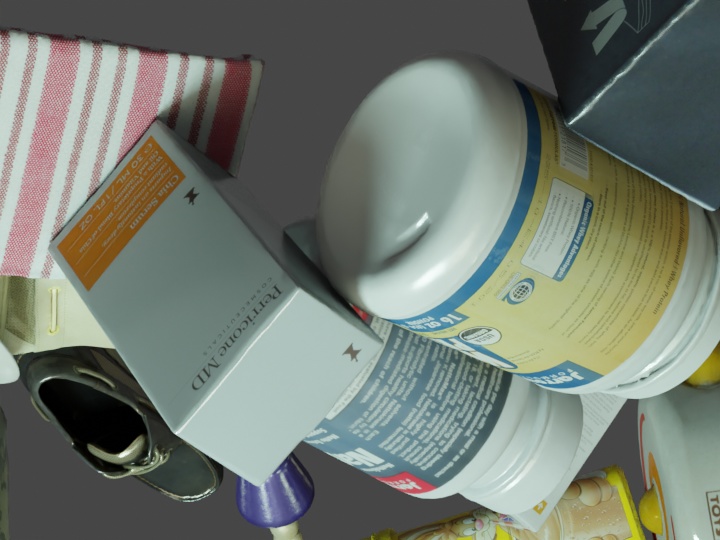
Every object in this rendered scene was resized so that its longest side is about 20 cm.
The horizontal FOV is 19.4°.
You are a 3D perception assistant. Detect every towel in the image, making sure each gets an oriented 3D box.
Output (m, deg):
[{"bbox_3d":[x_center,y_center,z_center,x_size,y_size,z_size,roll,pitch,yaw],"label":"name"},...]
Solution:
[{"bbox_3d":[-0.158,-0.065,1.188,0.200,0.030,0.147,3,117,-31],"label":"towel"}]

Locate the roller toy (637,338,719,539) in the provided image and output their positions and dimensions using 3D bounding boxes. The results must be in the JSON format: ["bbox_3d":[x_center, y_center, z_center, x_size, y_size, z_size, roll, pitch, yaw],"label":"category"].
[{"bbox_3d":[0.258,0.152,1.429,0.140,0.183,0.200,-9,134,0],"label":"roller toy"}]

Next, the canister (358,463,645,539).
[{"bbox_3d":[0.113,0.234,1.513,0.200,0.149,0.087,-19,167,5],"label":"canister"}]

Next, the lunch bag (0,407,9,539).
[{"bbox_3d":[-0.287,0.177,1.352,0.139,0.200,0.168,-14,132,5],"label":"lunch bag"}]

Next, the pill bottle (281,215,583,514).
[{"bbox_3d":[0.027,0.063,1.212,0.200,0.120,0.120,29,122,-28],"label":"pill bottle"}]

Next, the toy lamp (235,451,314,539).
[{"bbox_3d":[-0.051,0.194,1.508,0.058,0.058,0.200,-10,136,0],"label":"toy lamp"}]

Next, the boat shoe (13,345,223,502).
[{"bbox_3d":[-0.162,0.105,1.391,0.074,0.073,0.200,-31,130,19],"label":"boat shoe"}]

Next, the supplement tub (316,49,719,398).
[{"bbox_3d":[0.092,-0.018,1.126,0.200,0.145,0.145,23,125,-35],"label":"supplement tub"}]

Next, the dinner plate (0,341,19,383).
[{"bbox_3d":[-0.290,0.017,1.234,0.200,0.024,0.200,28,162,10],"label":"dinner plate"}]

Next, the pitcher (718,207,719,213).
[{"bbox_3d":[0.263,-0.059,1.255,0.200,0.121,0.172,4,105,-37],"label":"pitcher"}]

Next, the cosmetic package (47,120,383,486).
[{"bbox_3d":[-0.083,0.013,1.129,0.101,0.200,0.071,-49,130,5],"label":"cosmetic package"}]

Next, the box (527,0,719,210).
[{"bbox_3d":[0.190,-0.177,1.100,0.117,0.197,0.200,26,124,-31],"label":"box"}]

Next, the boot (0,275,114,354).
[{"bbox_3d":[-0.150,-0.031,1.270,0.155,0.073,0.200,4,121,-22],"label":"boot"}]

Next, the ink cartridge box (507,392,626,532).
[{"bbox_3d":[0.137,0.066,1.388,0.095,0.037,0.200,41,82,-37],"label":"ink cartridge box"}]
